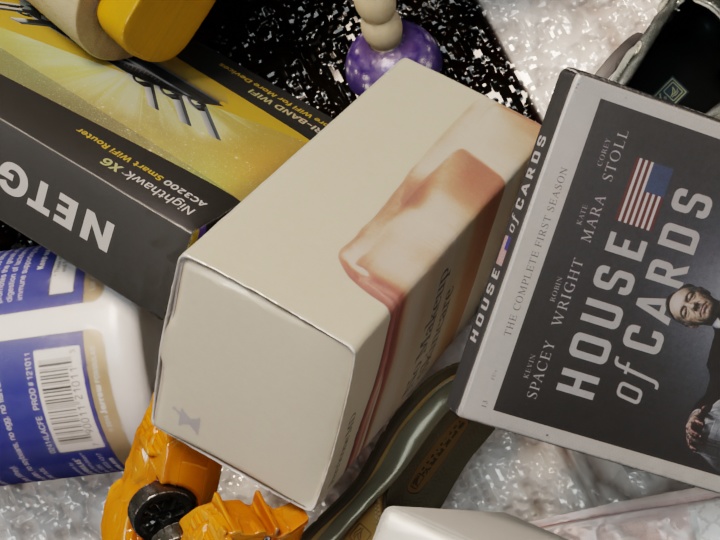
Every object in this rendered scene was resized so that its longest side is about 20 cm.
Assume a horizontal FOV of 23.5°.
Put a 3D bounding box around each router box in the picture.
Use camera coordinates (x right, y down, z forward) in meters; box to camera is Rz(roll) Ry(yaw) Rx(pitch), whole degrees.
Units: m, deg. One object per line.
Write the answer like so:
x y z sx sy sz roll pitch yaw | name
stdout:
-0.126 -0.072 0.846 0.200 0.157 0.052 30 122 14 | router box

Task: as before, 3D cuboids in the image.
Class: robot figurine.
-0.087 0.164 0.794 0.145 0.058 0.200 56 136 47 | robot figurine

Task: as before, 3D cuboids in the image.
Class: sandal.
0.012 0.135 0.812 0.054 0.080 0.200 36 91 29 | sandal

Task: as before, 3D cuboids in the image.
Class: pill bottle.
-0.189 0.050 0.855 0.200 0.116 0.116 -7 78 9 | pill bottle

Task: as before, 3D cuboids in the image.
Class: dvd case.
0.152 0.017 0.730 0.200 0.025 0.151 17 97 -14 | dvd case

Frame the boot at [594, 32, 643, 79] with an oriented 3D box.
0.179 0.001 0.819 0.200 0.068 0.189 19 83 13 | boot

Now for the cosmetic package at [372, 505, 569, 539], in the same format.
0.091 0.209 0.702 0.200 0.166 0.168 22 91 22 | cosmetic package

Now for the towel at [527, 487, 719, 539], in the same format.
0.140 0.203 0.791 0.191 0.032 0.200 -17 76 20 | towel

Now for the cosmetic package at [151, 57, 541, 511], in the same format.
0.000 0.000 0.780 0.087 0.103 0.200 28 42 15 | cosmetic package

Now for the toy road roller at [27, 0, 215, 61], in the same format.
-0.076 -0.196 0.866 0.123 0.146 0.200 41 101 30 | toy road roller

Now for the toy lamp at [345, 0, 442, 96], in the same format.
-0.002 -0.164 0.814 0.058 0.200 0.058 -8 51 11 | toy lamp

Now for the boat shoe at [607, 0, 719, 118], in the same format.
0.166 -0.113 0.781 0.199 0.068 0.074 -43 87 -8 | boat shoe
